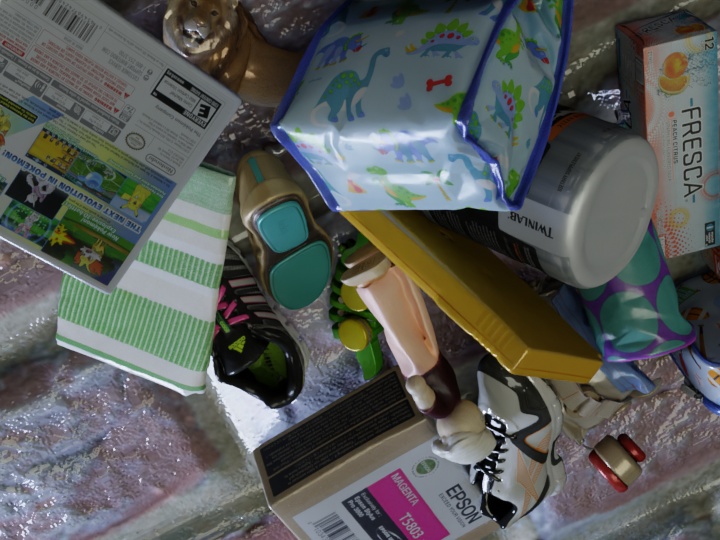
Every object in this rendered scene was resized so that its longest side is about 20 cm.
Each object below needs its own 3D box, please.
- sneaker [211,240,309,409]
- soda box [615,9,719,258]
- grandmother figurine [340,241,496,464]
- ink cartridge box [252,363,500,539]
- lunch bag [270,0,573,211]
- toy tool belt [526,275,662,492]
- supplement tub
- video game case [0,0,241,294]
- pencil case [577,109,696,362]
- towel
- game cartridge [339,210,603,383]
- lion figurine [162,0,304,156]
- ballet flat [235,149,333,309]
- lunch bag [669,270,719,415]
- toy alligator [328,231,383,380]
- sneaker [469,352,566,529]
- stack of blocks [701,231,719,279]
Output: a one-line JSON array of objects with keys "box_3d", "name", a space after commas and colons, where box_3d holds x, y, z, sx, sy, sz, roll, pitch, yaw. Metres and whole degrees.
[{"box_3d": [-0.109, 0.043, 1.077, 0.073, 0.088, 0.200, -36, 116, 8], "name": "sneaker"}, {"box_3d": [0.264, -0.114, 1.090, 0.067, 0.064, 0.202, -13, 120, -6], "name": "soda box"}, {"box_3d": [0.052, 0.075, 1.039, 0.060, 0.122, 0.201, -23, 108, 21], "name": "grandmother figurine"}, {"box_3d": [0.020, 0.202, 1.174, 0.163, 0.076, 0.201, -30, 132, 6], "name": "ink cartridge box"}, {"box_3d": [0.054, -0.152, 0.919, 0.168, 0.202, 0.128, 4, 146, 35], "name": "lunch bag"}, {"box_3d": [0.210, 0.085, 1.137, 0.123, 0.125, 0.200, -42, 90, 5], "name": "toy tool belt"}, {"box_3d": [0.119, -0.076, 0.989, 0.122, 0.199, 0.124, -27, 129, -38], "name": "supplement tub"}, {"box_3d": [-0.212, -0.100, 0.912, 0.199, 0.022, 0.183, 31, 99, -34], "name": "video game case"}, {"box_3d": [0.213, -0.025, 1.064, 0.092, 0.085, 0.203, -16, 88, -41], "name": "pencil case"}, {"box_3d": [-0.177, -0.006, 1.034, 0.151, 0.023, 0.203, 19, 116, 18], "name": "towel"}, {"box_3d": [0.091, 0.014, 1.006, 0.033, 0.200, 0.176, -51, 152, 14], "name": "game cartridge"}, {"box_3d": [-0.074, -0.151, 1.005, 0.198, 0.072, 0.124, 14, 106, -34], "name": "lion figurine"}, {"box_3d": [-0.063, -0.035, 1.046, 0.068, 0.064, 0.201, -25, 156, -9], "name": "ballet flat"}, {"box_3d": [0.373, 0.054, 1.145, 0.198, 0.161, 0.076, -20, 119, -2], "name": "lunch bag"}, {"box_3d": [0.000, 0.000, 1.102, 0.054, 0.059, 0.203, 17, 120, 25], "name": "toy alligator"}, {"box_3d": [0.131, 0.153, 1.111, 0.080, 0.073, 0.202, -39, 135, -22], "name": "sneaker"}, {"box_3d": [0.415, -0.038, 1.132, 0.197, 0.116, 0.059, -19, 120, -1], "name": "stack of blocks"}]
